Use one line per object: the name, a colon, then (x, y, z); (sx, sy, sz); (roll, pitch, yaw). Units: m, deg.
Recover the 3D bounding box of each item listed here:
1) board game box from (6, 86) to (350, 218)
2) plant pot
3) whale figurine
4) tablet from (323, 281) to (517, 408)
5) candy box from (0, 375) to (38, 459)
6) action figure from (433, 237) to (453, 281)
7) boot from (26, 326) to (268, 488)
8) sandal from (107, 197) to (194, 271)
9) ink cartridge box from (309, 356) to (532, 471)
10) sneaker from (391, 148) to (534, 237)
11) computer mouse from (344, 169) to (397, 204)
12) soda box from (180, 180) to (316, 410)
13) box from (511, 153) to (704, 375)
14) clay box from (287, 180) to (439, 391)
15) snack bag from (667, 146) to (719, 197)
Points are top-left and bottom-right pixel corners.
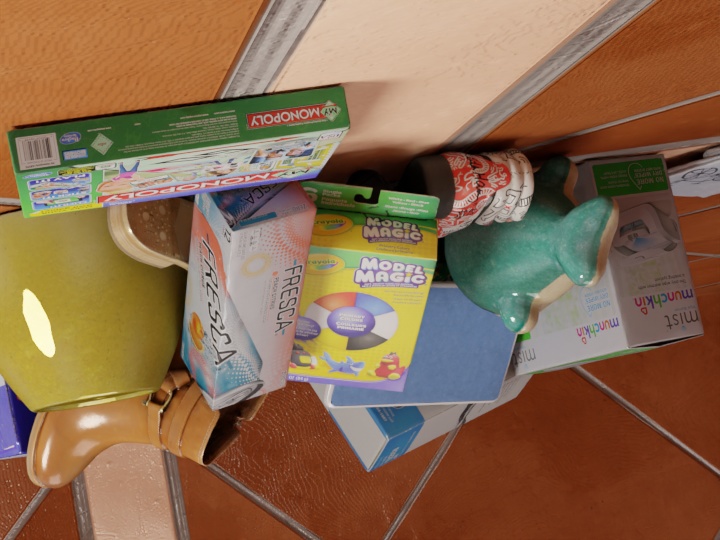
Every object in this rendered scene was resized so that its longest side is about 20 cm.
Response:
board game box: (-0.116, -0.073, 0.896); (0.200, 0.029, 0.135); (-9, 172, -12)
plant pot: (-0.219, 0.034, 1.125); (0.200, 0.142, 0.200); (-10, 174, -1)
whale figurine: (0.140, -0.027, 1.213); (0.104, 0.159, 0.200); (19, 174, -19)
tablet: (0.064, 0.069, 1.347); (0.200, 0.130, 0.014); (1, -157, -30)
candy box: (-0.273, 0.081, 1.310); (0.077, 0.169, 0.200); (-17, 170, 34)
action figure: (0.055, -0.010, 1.365); (0.118, 0.055, 0.200); (-34, 162, 11)
boot: (-0.179, 0.126, 1.189); (0.155, 0.200, 0.074); (32, 176, 33)
sandal: (-0.094, -0.030, 1.086); (0.070, 0.078, 0.212); (-16, 165, 32)
ink cartridge box: (0.059, 0.093, 1.459); (0.200, 0.145, 0.084); (-23, 156, -28)
sneaker: (0.072, -0.051, 1.190); (0.108, 0.067, 0.201); (-6, 169, -18)
computer mouse: (0.000, 0.000, 1.182); (0.046, 0.141, 0.200); (-35, -177, -24)
soda box: (-0.086, 0.012, 1.049); (0.068, 0.064, 0.200); (-17, 141, -25)
box: (0.220, -0.001, 1.374); (0.097, 0.177, 0.200); (-7, 173, -27)
clay box: (-0.007, 0.016, 1.118); (0.115, 0.048, 0.200); (6, 140, -4)
snack bag: (0.381, -0.106, 1.408); (0.200, 0.021, 0.188); (-17, 170, 39)
